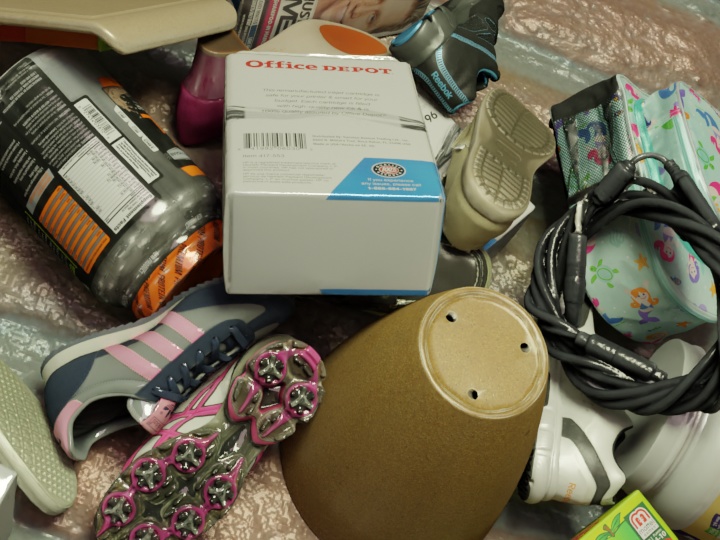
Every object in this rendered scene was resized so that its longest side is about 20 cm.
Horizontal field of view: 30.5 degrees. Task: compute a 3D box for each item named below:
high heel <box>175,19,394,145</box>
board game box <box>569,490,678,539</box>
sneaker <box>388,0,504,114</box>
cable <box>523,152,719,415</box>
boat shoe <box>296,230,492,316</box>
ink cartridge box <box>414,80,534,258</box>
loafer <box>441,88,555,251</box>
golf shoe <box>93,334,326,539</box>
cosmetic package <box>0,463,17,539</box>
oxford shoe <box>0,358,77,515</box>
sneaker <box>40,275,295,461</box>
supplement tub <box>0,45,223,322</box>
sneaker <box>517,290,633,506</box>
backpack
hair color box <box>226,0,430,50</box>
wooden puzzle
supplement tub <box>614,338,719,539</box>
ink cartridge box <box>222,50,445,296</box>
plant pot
[{"bbox_3d":[-0.063,-0.155,1.115,0.197,0.097,0.068,-4,45,-30],"label":"high heel"},{"bbox_3d":[0.128,0.245,0.944,0.199,0.102,0.048,-33,76,-29],"label":"board game box"},{"bbox_3d":[0.087,-0.194,1.157,0.082,0.073,0.200,54,33,-7],"label":"sneaker"},{"bbox_3d":[0.203,0.021,0.970,0.051,0.162,0.202,26,34,-54],"label":"cable"},{"bbox_3d":[0.000,-0.001,1.011,0.197,0.066,0.073,6,92,12],"label":"boat shoe"},{"bbox_3d":[0.032,-0.079,1.098,0.200,0.068,0.116,46,59,9],"label":"ink cartridge box"},{"bbox_3d":[0.100,-0.080,1.036,0.075,0.068,0.200,41,31,-4],"label":"loafer"},{"bbox_3d":[-0.109,0.127,0.950,0.200,0.092,0.073,-41,102,-11],"label":"golf shoe"},{"bbox_3d":[-0.348,0.179,0.813,0.198,0.123,0.201,28,59,-1],"label":"cosmetic package"},{"bbox_3d":[-0.273,0.094,0.922,0.058,0.075,0.200,-42,89,11],"label":"oxford shoe"},{"bbox_3d":[-0.129,0.071,0.927,0.198,0.070,0.083,-25,53,10],"label":"sneaker"},{"bbox_3d":[-0.188,-0.060,0.985,0.200,0.123,0.122,46,60,8],"label":"supplement tub"},{"bbox_3d":[0.171,0.101,1.033,0.079,0.074,0.202,11,51,2],"label":"sneaker"},{"bbox_3d":[0.248,-0.046,1.097,0.176,0.149,0.203,21,60,-47],"label":"backpack"},{"bbox_3d":[-0.031,-0.245,1.144,0.197,0.100,0.061,-16,68,-24],"label":"hair color box"},{"bbox_3d":[-0.219,-0.196,1.014,0.197,0.038,0.185,14,21,20],"label":"wooden puzzle"},{"bbox_3d":[0.306,0.152,1.024,0.198,0.146,0.147,26,59,-3],"label":"supplement tub"},{"bbox_3d":[-0.027,-0.073,0.947,0.144,0.087,0.201,1,34,-7],"label":"ink cartridge box"},{"bbox_3d":[0.054,0.096,0.940,0.183,0.201,0.189,8,60,-14],"label":"plant pot"}]
